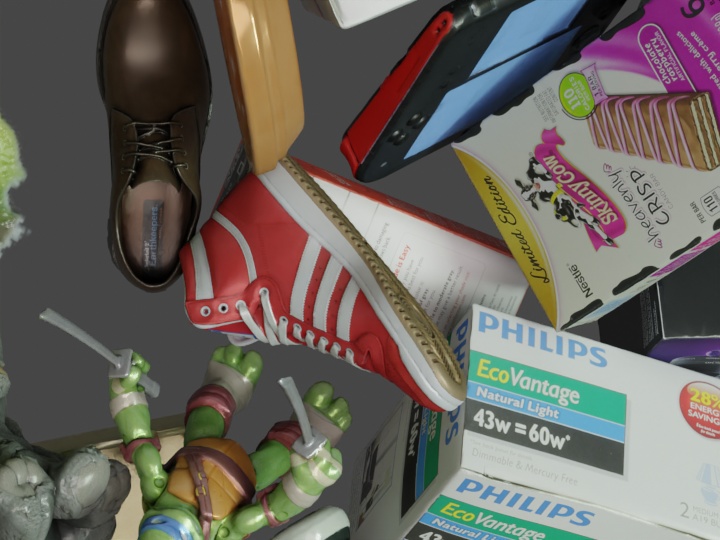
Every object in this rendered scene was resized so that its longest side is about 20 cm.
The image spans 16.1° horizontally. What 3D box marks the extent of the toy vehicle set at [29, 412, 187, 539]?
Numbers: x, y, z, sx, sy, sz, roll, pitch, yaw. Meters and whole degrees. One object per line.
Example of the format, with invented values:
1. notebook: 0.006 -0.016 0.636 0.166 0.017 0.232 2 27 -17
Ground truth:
1. toy vehicle set: -0.151 0.201 1.657 0.123 0.027 0.202 -10 105 -8

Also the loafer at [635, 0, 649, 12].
1. loafer: 0.177 -0.091 1.595 0.069 0.070 0.201 13 126 2

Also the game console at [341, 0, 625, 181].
1. game console: 0.088 -0.133 1.515 0.199 0.177 0.031 -29 79 -35

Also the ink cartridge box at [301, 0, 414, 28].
1. ink cartridge box: 0.016 -0.237 1.483 0.144 0.200 0.145 -23 102 -4

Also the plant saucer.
1. plant saucer: -0.065 -0.157 1.483 0.037 0.200 0.202 -12 106 -4

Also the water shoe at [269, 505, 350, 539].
1. water shoe: -0.033 0.226 1.592 0.071 0.079 0.201 -25 152 -36

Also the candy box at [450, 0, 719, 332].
1. candy box: 0.169 -0.072 1.506 0.200 0.061 0.137 -36 78 28

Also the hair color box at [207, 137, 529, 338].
1. hair color box: 0.000 0.000 1.617 0.199 0.061 0.102 22 98 -15

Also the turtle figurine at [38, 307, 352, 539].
1. turtle figurine: -0.075 0.085 1.528 0.143 0.194 0.201 -8 104 19

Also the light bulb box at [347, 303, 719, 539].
1. light bulb box: 0.114 0.147 1.593 0.197 0.125 0.200 17 142 -14

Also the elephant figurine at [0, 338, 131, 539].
1. elephant figurine: -0.247 0.107 1.566 0.200 0.142 0.155 41 56 19

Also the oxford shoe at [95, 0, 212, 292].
1. oxford shoe: -0.123 -0.084 1.563 0.072 0.084 0.202 -5 103 -7

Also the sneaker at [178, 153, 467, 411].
1. sneaker: -0.029 0.033 1.517 0.112 0.071 0.200 -42 66 6

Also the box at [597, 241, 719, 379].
1. box: 0.265 0.028 1.624 0.198 0.141 0.079 -1 74 -10
